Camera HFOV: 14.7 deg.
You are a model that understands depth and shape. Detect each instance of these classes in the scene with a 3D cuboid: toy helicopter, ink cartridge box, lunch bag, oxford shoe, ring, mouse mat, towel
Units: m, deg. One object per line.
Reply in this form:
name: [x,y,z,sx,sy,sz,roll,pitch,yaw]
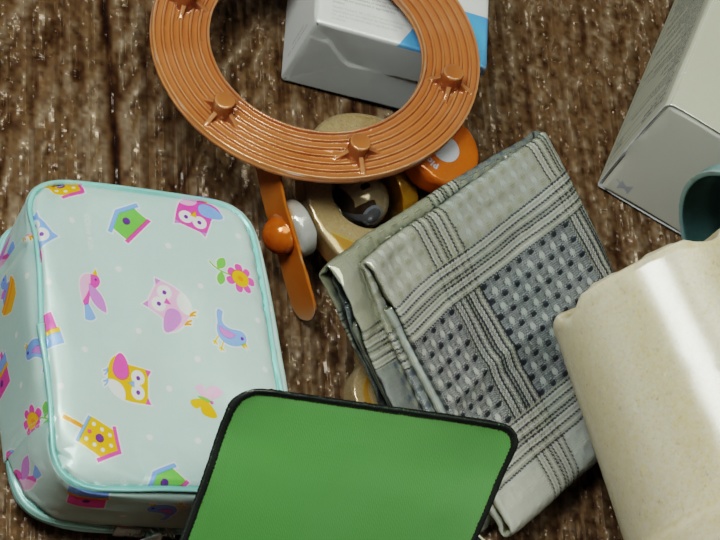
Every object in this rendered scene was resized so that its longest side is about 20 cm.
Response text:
toy helicopter: [0.000,0.000,1.633,0.132,0.079,0.201,7,65,-24]
ink cartridge box: [0.019,-0.205,1.769,0.115,0.068,0.201,14,56,-16]
lunch bag: [-0.118,0.054,1.539,0.160,0.077,0.201,6,60,-28]
oxford shoe: [0.003,0.126,1.497,0.200,0.074,0.071,31,61,-46]
ring: [-0.025,-0.137,1.651,0.200,0.019,0.201,7,54,-9]
mouse mat: [-0.019,0.149,1.462,0.160,0.200,0.008,9,30,-20]
towel: [0.084,0.040,1.625,0.200,0.034,0.193,-33,105,-35]

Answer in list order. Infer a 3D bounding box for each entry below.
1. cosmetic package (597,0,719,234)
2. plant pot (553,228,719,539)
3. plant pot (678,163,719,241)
cosmetic package: [0.232,-0.132,1.804,0.073,0.104,0.200,30,54,-6]
plant pot: [0.205,0.082,1.585,0.200,0.200,0.184,-18,75,-33]
plant pot: [0.305,-0.007,1.664,0.134,0.200,0.200,-33,77,-18]
